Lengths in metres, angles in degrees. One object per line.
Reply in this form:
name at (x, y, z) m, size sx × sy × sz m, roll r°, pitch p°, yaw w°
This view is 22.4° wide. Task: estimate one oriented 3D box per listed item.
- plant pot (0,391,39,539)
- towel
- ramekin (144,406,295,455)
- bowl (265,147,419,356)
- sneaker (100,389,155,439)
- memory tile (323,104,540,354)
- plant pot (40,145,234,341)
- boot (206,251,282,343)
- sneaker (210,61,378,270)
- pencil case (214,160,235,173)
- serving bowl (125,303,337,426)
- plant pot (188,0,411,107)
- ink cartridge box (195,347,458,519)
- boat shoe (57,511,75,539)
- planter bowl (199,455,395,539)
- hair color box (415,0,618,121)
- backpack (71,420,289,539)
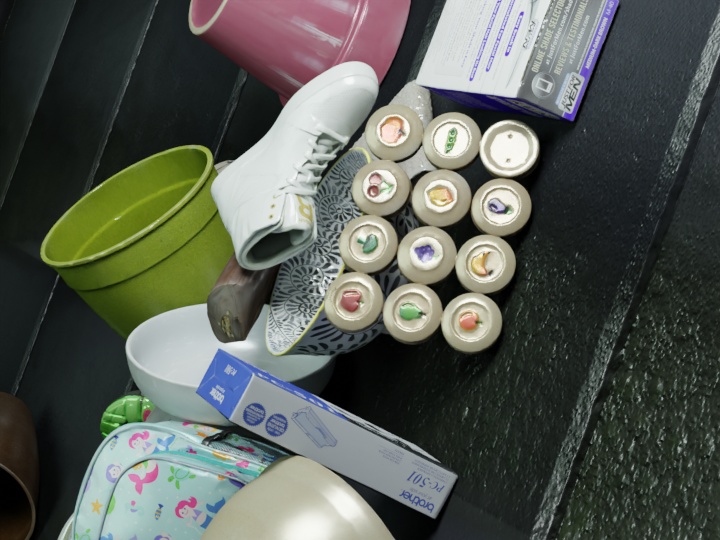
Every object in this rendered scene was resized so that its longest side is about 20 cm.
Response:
plant pot at (-0.505, 0.257, 2.433) m, size 0.187 × 0.187 × 0.200 m, roll -56°, pitch 13°, yaw 28°
towel at (0.010, -0.080, 1.748) m, size 0.200 × 0.034 × 0.133 m, roll -49°, pitch 32°, yaw 38°
ramekin at (-0.157, 0.208, 1.792) m, size 0.200 × 0.105 × 0.200 m, roll -46°, pitch 33°, yaw 43°
bowl at (0.000, 0.000, 1.621) m, size 0.201 × 0.094 × 0.201 m, roll -55°, pitch 20°, yaw 31°
sneaker at (-0.225, 0.161, 1.943) m, size 0.200 × 0.077 × 0.084 m, roll 95°, pitch -163°, yaw -68°
memory tile at (0.060, -0.036, 1.496) m, size 0.017 × 0.153 × 0.200 m, roll 55°, pitch -133°, yaw -73°
plant pot at (-0.192, 0.007, 1.872) m, size 0.200 × 0.193 × 0.200 m, roll -25°, pitch 25°, yaw 13°
boot at (-0.101, 0.011, 1.744) m, size 0.186 × 0.064 × 0.200 m, roll 96°, pitch -171°, yaw -51°
sneaker at (-0.045, -0.084, 1.610) m, size 0.200 × 0.074 × 0.116 m, roll -44°, pitch 44°, yaw 25°
pencil case at (-0.114, -0.071, 1.945) m, size 0.089 × 0.078 × 0.200 m, roll -53°, pitch 22°, yaw -10°
serving bowl at (-0.122, 0.097, 1.724) m, size 0.200 × 0.200 × 0.066 m, roll -127°, pitch 36°, yaw -62°
plant pot at (-0.071, -0.272, 1.889) m, size 0.200 × 0.179 × 0.200 m, roll -45°, pitch 34°, yaw 42°
ink cartridge box at (-0.027, 0.131, 1.458) m, size 0.044 × 0.200 × 0.094 m, roll -62°, pitch 24°, yaw -1°
boat shoe at (-0.233, 0.242, 1.715) m, size 0.065 × 0.074 × 0.202 m, roll -8°, pitch 58°, yaw 68°
planter bowl at (-0.061, 0.261, 1.393) m, size 0.200 × 0.135 × 0.200 m, roll 36°, pitch 143°, yaw 34°
hair color box at (0.129, -0.192, 1.548) m, size 0.109 × 0.065 × 0.200 m, roll -69°, pitch 22°, yaw 1°
backpack at (-0.156, 0.225, 1.617) m, size 0.200 × 0.151 × 0.178 m, roll 20°, pitch 94°, yaw 21°
